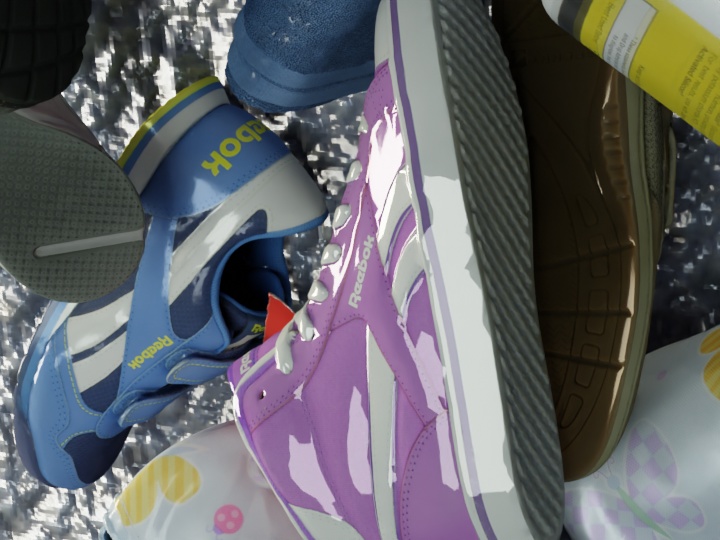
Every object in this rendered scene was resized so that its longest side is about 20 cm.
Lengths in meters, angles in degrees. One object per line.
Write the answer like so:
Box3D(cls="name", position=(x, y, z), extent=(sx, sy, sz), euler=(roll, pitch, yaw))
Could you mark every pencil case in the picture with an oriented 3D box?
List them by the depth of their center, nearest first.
Box3D(cls="pencil case", position=(0.164, 0.055, 0.913), extent=(0.199, 0.083, 0.091), euler=(-28, 110, 34))
Box3D(cls="pencil case", position=(-0.018, 0.152, 0.981), extent=(0.201, 0.090, 0.083), euler=(55, 135, 20))

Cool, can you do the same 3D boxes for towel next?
Box3D(cls="towel", position=(0.032, -0.138, 0.894), extent=(0.049, 0.111, 0.200), euler=(51, 125, 14))

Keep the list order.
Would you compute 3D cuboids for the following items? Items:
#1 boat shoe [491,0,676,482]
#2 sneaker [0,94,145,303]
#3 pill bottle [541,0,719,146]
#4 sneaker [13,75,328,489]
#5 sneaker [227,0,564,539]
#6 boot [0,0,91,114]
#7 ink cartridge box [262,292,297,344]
Box3D(cls="boat shoe", position=(0.082, -0.027, 0.909), extent=(0.072, 0.065, 0.202), euler=(0, 89, 36))
Box3D(cls="sneaker", position=(-0.157, -0.075, 0.945), extent=(0.070, 0.080, 0.201), euler=(-36, 115, -3))
Box3D(cls="pill bottle", position=(0.163, -0.071, 0.805), extent=(0.200, 0.112, 0.112), euler=(38, 122, 9))
Box3D(cls="sneaker", position=(-0.079, 0.022, 1.042), extent=(0.082, 0.074, 0.201), euler=(33, 123, 9))
Box3D(cls="sneaker", position=(0.000, 0.000, 0.873), extent=(0.113, 0.073, 0.202), euler=(-7, 86, 25))
Box3D(cls="boot", position=(-0.167, -0.120, 0.842), extent=(0.130, 0.068, 0.201), euler=(-28, 69, 27))
Box3D(cls="ink cartridge box", position=(0.022, 0.106, 0.982), extent=(0.200, 0.050, 0.161), euler=(41, 168, 5))
